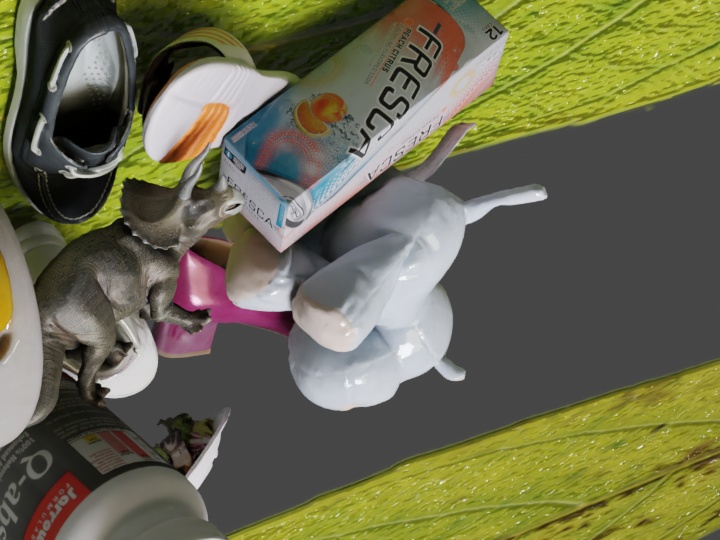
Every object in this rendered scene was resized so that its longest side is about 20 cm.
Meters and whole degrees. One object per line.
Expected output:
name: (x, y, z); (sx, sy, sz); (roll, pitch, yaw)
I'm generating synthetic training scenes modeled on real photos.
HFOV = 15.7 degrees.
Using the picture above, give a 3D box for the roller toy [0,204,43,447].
roller toy: (-0.265, 0.024, 1.477); (0.139, 0.183, 0.201); (-18, 137, -31)

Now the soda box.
soda box: (0.003, -0.102, 1.670); (0.200, 0.064, 0.068); (-40, 163, -23)

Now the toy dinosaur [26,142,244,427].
toy dinosaur: (-0.155, 0.013, 1.565); (0.200, 0.077, 0.103); (-37, 123, -12)

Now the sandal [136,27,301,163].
sandal: (-0.097, -0.112, 1.611); (0.079, 0.059, 0.207); (-46, 170, 12)

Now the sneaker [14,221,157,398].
sneaker: (-0.176, 0.049, 1.682); (0.075, 0.100, 0.200); (-41, 150, -1)

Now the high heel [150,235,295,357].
high heel: (-0.050, 0.001, 1.786); (0.199, 0.067, 0.096); (-18, 143, -33)

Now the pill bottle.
pill bottle: (-0.164, 0.150, 1.588); (0.115, 0.200, 0.116); (-24, 132, -31)

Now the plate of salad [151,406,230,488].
plate of salad: (-0.163, 0.166, 1.830); (0.200, 0.048, 0.200); (-50, -174, 7)

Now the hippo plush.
hippo plush: (0.000, 0.000, 1.745); (0.200, 0.159, 0.161); (-34, 148, -19)

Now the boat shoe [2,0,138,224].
boat shoe: (-0.169, -0.090, 1.553); (0.075, 0.060, 0.201); (-27, 146, -20)
